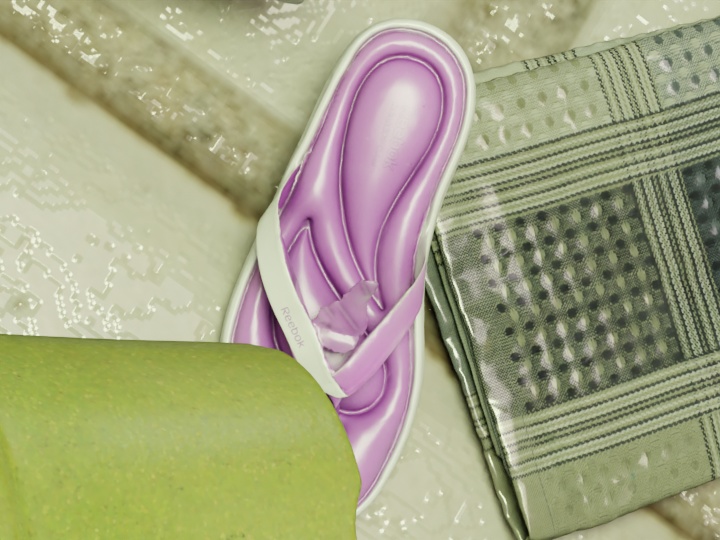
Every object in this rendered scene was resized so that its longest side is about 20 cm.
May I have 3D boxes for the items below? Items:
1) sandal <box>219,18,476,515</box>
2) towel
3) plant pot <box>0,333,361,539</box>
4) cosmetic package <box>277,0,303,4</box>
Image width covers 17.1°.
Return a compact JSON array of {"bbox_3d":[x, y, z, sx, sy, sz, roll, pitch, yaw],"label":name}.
[{"bbox_3d":[-0.007,-0.001,0.929,0.082,0.050,0.204,12,88,-1],"label":"sandal"},{"bbox_3d":[0.117,-0.003,1.008,0.199,0.035,0.193,-17,91,-25],"label":"towel"},{"bbox_3d":[-0.105,0.099,0.832,0.184,0.200,0.201,-6,84,-34],"label":"plant pot"},{"bbox_3d":[-0.046,-0.215,0.894,0.106,0.090,0.201,11,75,-19],"label":"cosmetic package"}]
